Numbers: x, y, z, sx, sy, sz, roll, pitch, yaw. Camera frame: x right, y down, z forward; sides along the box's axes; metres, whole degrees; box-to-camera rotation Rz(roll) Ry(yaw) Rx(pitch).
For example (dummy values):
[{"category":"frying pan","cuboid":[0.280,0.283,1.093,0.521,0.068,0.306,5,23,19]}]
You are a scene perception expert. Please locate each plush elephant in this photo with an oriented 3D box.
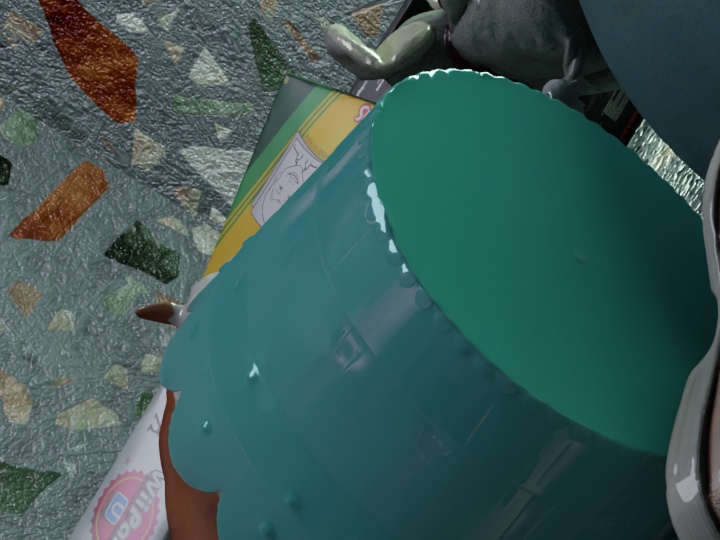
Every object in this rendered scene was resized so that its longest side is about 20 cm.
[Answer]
[{"category":"plush elephant","cuboid":[0.078,-0.136,0.875,0.155,0.165,0.201,-10,53,50]}]

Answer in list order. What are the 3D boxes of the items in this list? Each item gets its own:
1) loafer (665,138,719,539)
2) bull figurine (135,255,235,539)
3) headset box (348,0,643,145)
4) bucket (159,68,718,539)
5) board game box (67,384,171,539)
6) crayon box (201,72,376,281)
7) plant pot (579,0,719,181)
[{"category":"loafer","cuboid":[0.150,0.011,0.522,0.063,0.072,0.200,-29,32,44]},{"category":"bull figurine","cuboid":[-0.048,0.098,0.685,0.121,0.065,0.201,75,-175,-75]},{"category":"headset box","cuboid":[0.083,-0.107,1.025,0.077,0.200,0.149,34,94,45]},{"category":"bucket","cuboid":[0.044,0.035,0.592,0.135,0.207,0.207,-50,9,35]},{"category":"board game box","cuboid":[-0.053,0.155,0.846,0.064,0.200,0.148,31,89,43]},{"category":"crayon box","cuboid":[0.000,0.000,0.872,0.200,0.058,0.173,26,94,49]},{"category":"plant pot","cuboid":[0.177,-0.151,0.750,0.200,0.135,0.200,-57,6,9]}]
